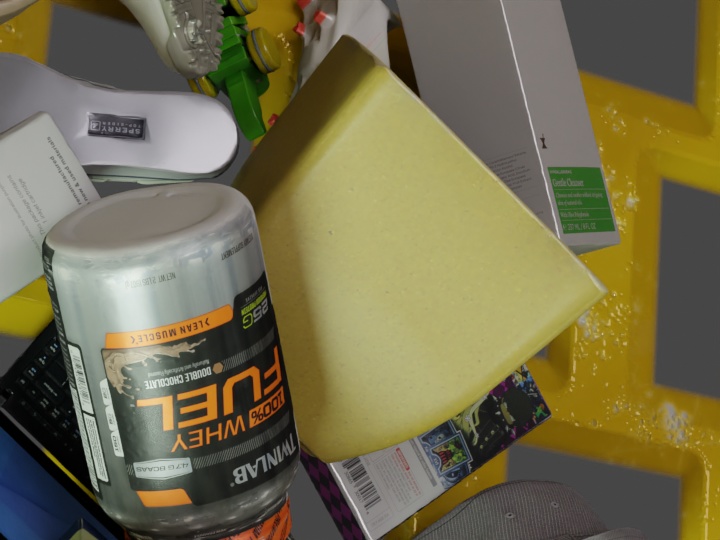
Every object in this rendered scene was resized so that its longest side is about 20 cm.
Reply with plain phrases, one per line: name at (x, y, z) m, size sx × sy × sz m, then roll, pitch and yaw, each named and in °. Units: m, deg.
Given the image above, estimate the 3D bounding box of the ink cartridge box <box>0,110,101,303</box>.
ink cartridge box at (-0.263, 0.004, 1.353) m, size 0.200 × 0.146 × 0.085 m, roll -36°, pitch 98°, yaw -32°

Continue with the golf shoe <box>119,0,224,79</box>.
golf shoe at (-0.156, -0.206, 1.511) m, size 0.078 × 0.097 × 0.201 m, roll -7°, pitch 73°, yaw -67°

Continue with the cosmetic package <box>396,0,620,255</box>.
cosmetic package at (0.101, -0.104, 1.620) m, size 0.107 × 0.084 × 0.202 m, roll -6°, pitch 82°, yaw -60°

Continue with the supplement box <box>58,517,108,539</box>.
supplement box at (-0.168, 0.277, 1.267) m, size 0.134 × 0.200 × 0.200 m, roll 43°, pitch 95°, yaw -15°

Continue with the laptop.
laptop at (-0.136, 0.115, 1.425) m, size 0.177 × 0.103 × 0.200 m, roll 46°, pitch 72°, yaw -14°

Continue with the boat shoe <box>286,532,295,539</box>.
boat shoe at (-0.034, 0.210, 1.449) m, size 0.073 × 0.064 × 0.201 m, roll -59°, pitch 136°, yaw -36°

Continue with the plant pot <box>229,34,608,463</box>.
plant pot at (0.000, 0.000, 1.444) m, size 0.194 × 0.196 × 0.200 m, roll 44°, pitch 94°, yaw -13°

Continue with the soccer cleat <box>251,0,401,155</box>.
soccer cleat at (-0.018, -0.106, 1.579) m, size 0.077 × 0.069 × 0.201 m, roll 28°, pitch 63°, yaw -28°

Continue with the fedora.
fedora at (0.092, 0.202, 1.535) m, size 0.199 × 0.177 × 0.091 m, roll -18°, pitch 57°, yaw -19°

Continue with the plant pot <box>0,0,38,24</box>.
plant pot at (-0.279, -0.218, 1.379) m, size 0.199 × 0.174 × 0.202 m, roll 8°, pitch 74°, yaw -30°

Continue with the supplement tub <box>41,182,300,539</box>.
supplement tub at (-0.102, 0.062, 1.320) m, size 0.122 × 0.122 × 0.201 m, roll -24°, pitch 114°, yaw -33°

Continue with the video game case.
video game case at (0.016, 0.055, 1.576) m, size 0.181 × 0.036 × 0.201 m, roll -32°, pitch 96°, yaw -33°

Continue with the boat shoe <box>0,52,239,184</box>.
boat shoe at (-0.176, -0.090, 1.477) m, size 0.198 × 0.066 × 0.073 m, roll 4°, pitch 79°, yaw -9°

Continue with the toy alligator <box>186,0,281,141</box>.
toy alligator at (-0.100, -0.179, 1.558) m, size 0.201 × 0.059 × 0.054 m, roll 67°, pitch 12°, yaw 7°
